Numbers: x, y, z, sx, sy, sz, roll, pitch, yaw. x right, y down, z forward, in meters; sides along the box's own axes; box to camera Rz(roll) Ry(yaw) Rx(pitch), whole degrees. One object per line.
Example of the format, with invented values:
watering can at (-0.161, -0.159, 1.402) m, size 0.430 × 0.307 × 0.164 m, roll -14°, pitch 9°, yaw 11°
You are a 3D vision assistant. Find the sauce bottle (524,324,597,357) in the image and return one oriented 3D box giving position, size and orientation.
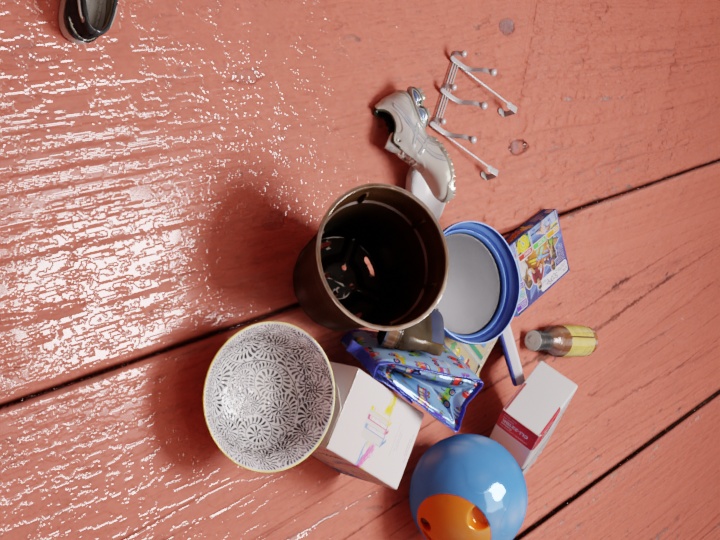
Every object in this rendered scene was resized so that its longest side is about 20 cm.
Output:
sauce bottle at (0.397, 0.138, 2.021) m, size 0.198 × 0.065 × 0.067 m, roll 8°, pitch 85°, yaw -45°

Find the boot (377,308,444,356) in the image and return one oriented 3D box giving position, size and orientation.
boot at (0.078, 0.077, 1.599) m, size 0.095 × 0.201 × 0.076 m, roll 19°, pitch 114°, yaw -7°

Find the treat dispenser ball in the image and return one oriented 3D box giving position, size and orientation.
treat dispenser ball at (0.178, 0.375, 1.694) m, size 0.199 × 0.199 × 0.205 m, roll -1°, pitch 92°, yaw -46°

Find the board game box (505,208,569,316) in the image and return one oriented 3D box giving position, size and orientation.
board game box at (0.330, -0.017, 1.965) m, size 0.199 × 0.034 × 0.138 m, roll -34°, pitch 115°, yaw -41°

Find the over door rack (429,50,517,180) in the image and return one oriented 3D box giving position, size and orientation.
over door rack at (0.213, -0.277, 1.815) m, size 0.199 × 0.066 × 0.150 m, roll 35°, pitch 67°, yaw -41°

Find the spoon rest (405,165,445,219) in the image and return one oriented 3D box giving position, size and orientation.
spoon rest at (0.100, -0.094, 1.702) m, size 0.099 × 0.060 × 0.203 m, roll 31°, pitch 70°, yaw -40°

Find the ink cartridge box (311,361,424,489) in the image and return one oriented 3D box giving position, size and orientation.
ink cartridge box at (-0.025, 0.224, 1.527) m, size 0.199 × 0.127 × 0.127 m, roll 38°, pitch 68°, yaw -40°

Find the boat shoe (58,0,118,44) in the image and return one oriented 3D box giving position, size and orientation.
boat shoe at (-0.321, -0.379, 1.249) m, size 0.075 × 0.060 × 0.205 m, roll 5°, pitch 87°, yaw -46°

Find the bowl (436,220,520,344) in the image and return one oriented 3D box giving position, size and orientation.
bowl at (0.178, 0.021, 1.687) m, size 0.197 × 0.039 × 0.205 m, roll 3°, pitch 84°, yaw -32°

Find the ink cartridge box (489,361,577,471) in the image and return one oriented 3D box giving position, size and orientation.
ink cartridge box at (0.296, 0.285, 1.832) m, size 0.144 × 0.083 × 0.202 m, roll -42°, pitch 157°, yaw -38°

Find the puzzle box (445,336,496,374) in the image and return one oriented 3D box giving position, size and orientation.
puzzle box at (0.150, 0.099, 1.720) m, size 0.200 × 0.025 × 0.134 m, roll 49°, pitch 60°, yaw -31°

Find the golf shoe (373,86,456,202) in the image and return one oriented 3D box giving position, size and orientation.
golf shoe at (0.084, -0.195, 1.659) m, size 0.096 × 0.078 × 0.203 m, roll -20°, pitch 80°, yaw -24°

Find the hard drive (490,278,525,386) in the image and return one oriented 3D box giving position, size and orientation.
hard drive at (0.254, 0.090, 1.841) m, size 0.132 × 0.025 × 0.203 m, roll -90°, pitch 163°, yaw -70°

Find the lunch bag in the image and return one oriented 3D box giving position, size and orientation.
lunch bag at (0.066, 0.148, 1.574) m, size 0.198 × 0.151 × 0.095 m, roll 25°, pitch 98°, yaw -24°

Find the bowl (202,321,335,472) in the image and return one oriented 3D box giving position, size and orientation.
bowl at (-0.141, 0.172, 1.412) m, size 0.197 × 0.094 × 0.205 m, roll 1°, pitch 88°, yaw -30°

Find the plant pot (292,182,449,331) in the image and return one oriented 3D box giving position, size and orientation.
plant pot at (0.000, 0.000, 1.468) m, size 0.196 × 0.198 × 0.205 m, roll 4°, pitch 77°, yaw -20°
